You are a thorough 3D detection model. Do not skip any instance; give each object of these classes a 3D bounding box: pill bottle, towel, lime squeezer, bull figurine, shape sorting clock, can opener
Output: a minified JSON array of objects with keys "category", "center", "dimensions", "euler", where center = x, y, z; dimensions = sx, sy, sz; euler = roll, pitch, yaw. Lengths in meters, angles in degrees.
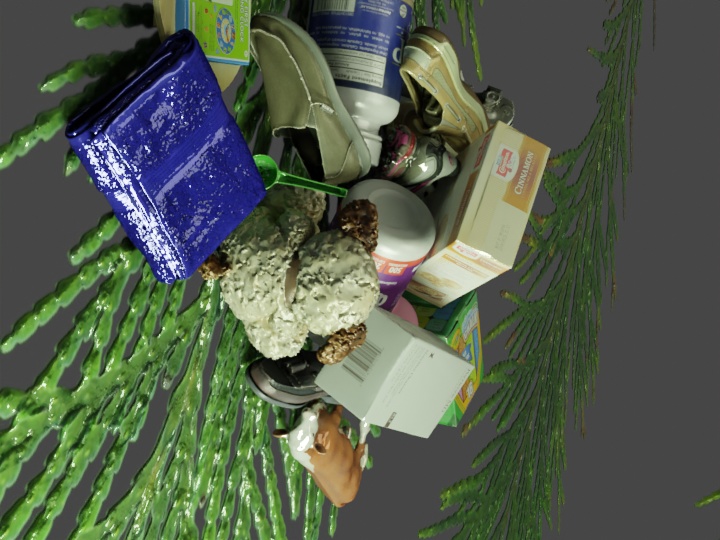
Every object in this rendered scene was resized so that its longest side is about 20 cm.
[{"category":"pill bottle","center":[0.000,0.000,1.310],"dimensions":[0.113,0.112,0.201],"euler":[-50,172,-49]},{"category":"towel","center":[-0.162,-0.094,1.024],"dimensions":[0.148,0.049,0.201],"euler":[-45,141,-20]},{"category":"lime squeezer","center":[-0.115,-0.101,1.152],"dimensions":[0.198,0.071,0.038],"euler":[15,105,-30]},{"category":"bull figurine","center":[-0.042,0.207,1.406],"dimensions":[0.201,0.064,0.122],"euler":[69,35,-46]},{"category":"shape sorting clock","center":[-0.147,-0.265,1.069],"dimensions":[0.200,0.039,0.203],"euler":[4,90,-68]},{"category":"can opener","center":[0.101,-0.220,1.460],"dimensions":[0.067,0.198,0.054],"euler":[103,9,-59]},{"category":"pill bottle","center":[-0.010,-0.223,1.286],"dimensions":[0.119,0.119,0.202],"euler":[9,89,-65]}]

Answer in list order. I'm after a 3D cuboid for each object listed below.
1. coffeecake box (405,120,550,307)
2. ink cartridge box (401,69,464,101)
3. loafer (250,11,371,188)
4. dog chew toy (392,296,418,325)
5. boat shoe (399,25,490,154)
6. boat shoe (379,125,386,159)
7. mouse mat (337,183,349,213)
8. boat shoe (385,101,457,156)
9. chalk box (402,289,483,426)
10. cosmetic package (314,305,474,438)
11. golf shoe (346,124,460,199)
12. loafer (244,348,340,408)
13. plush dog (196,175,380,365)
[{"category":"coffeecake box","center":[0.124,-0.060,1.319],"dimensions":[0.155,0.073,0.200],"euler":[-69,-168,-20]},{"category":"ink cartridge box","center":[0.086,-0.151,1.542],"dimensions":[0.201,0.087,0.146],"euler":[-66,150,-27]},{"category":"loafer","center":[-0.062,-0.172,1.182],"dimensions":[0.070,0.075,0.201],"euler":[-38,101,-29]},{"category":"dog chew toy","center":[0.024,0.084,1.460],"dimensions":[0.125,0.123,0.202],"euler":[-52,134,-48]},{"category":"boat shoe","center":[0.088,-0.185,1.312],"dimensions":[0.077,0.071,0.200],"euler":[-58,139,-20]},{"category":"boat shoe","center":[0.017,-0.225,1.399],"dimensions":[0.074,0.066,0.202],"euler":[-42,130,-55]},{"category":"mouse mat","center":[0.014,-0.133,1.500],"dimensions":[0.200,0.007,0.163],"euler":[-30,124,-59]},{"category":"boat shoe","center":[0.104,-0.165,1.418],"dimensions":[0.200,0.063,0.074],"euler":[17,77,-53]},{"category":"chalk box","center":[0.090,0.095,1.595],"dimensions":[0.124,0.124,0.202],"euler":[-52,141,-48]},{"category":"cosmetic package","center":[0.044,0.118,1.313],"dimensions":[0.113,0.081,0.200],"euler":[-57,151,4]},{"category":"golf shoe","center":[0.043,-0.101,1.358],"dimensions":[0.200,0.091,0.073],"euler":[-30,-138,63]},{"category":"loafer","center":[-0.053,0.113,1.313],"dimensions":[0.063,0.072,0.199],"euler":[-45,153,21]},{"category":"plush dog","center":[-0.059,0.003,1.180],"dimensions":[0.160,0.170,0.202],"euler":[3,95,-65]}]
